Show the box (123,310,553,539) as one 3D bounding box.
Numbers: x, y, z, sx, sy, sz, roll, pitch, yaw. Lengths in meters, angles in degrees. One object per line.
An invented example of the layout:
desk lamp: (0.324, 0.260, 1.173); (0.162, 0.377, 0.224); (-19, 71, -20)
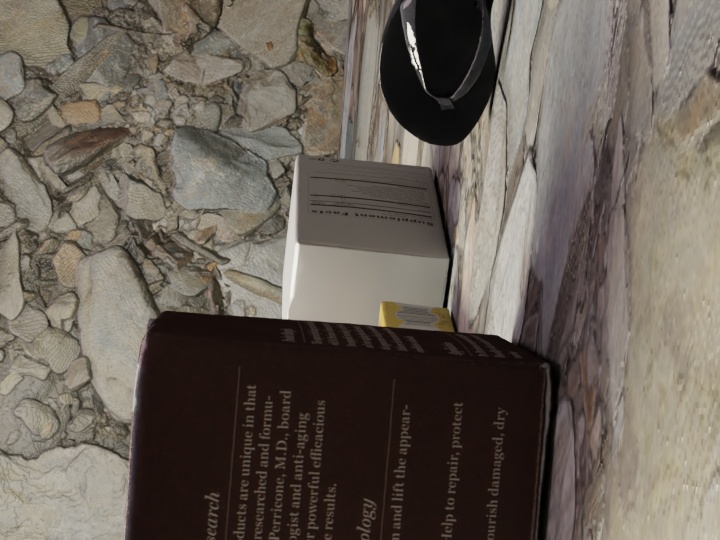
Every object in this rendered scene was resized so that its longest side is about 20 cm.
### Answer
box: (-0.016, 0.113, 0.878); (0.166, 0.199, 0.165); (-137, 51, -86)

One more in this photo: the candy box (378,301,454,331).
candy box: (0.037, 0.107, 1.171); (0.200, 0.056, 0.117); (-103, 18, -73)

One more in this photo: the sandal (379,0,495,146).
sandal: (0.054, -0.159, 1.063); (0.043, 0.076, 0.201); (-87, 4, -49)

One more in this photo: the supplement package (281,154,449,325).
supplement package: (0.000, 0.000, 1.367); (0.200, 0.119, 0.122); (-94, 11, -66)
